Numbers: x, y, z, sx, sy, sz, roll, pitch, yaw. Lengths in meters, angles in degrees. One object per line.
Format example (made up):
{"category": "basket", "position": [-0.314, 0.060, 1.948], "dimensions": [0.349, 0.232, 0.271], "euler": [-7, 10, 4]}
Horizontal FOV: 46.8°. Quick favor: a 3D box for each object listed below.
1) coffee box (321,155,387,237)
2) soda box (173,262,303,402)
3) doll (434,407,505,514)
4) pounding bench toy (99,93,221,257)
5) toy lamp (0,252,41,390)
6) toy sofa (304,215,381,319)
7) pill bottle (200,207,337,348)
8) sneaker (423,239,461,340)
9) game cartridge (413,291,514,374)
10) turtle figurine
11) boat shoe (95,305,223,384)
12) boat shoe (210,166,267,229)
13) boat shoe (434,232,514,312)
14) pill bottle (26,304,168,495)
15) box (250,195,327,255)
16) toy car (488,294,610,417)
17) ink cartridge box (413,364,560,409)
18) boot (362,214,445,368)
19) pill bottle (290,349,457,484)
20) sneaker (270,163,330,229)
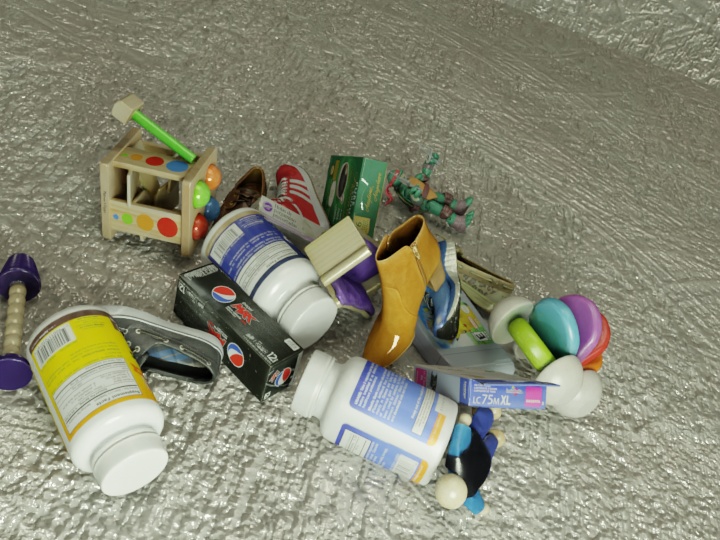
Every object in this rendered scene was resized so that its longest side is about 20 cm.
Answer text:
{"category": "coffee box", "position": [-0.016, -0.124, 1.365], "dimensions": [0.043, 0.126, 0.200], "euler": [10, 4, -18]}
{"category": "soda box", "position": [-0.168, 0.080, 1.124], "dimensions": [0.199, 0.072, 0.063], "euler": [41, 41, 26]}
{"category": "doll", "position": [0.141, 0.241, 1.050], "dimensions": [0.047, 0.140, 0.199], "euler": [-6, 11, 24]}
{"category": "pounding bench toy", "position": [-0.287, -0.147, 1.229], "dimensions": [0.152, 0.204, 0.125], "euler": [12, 34, 4]}
{"category": "toy lamp", "position": [-0.426, 0.055, 1.032], "dimensions": [0.057, 0.059, 0.202], "euler": [4, 40, -23]}
{"category": "toy sofa", "position": [0.000, 0.000, 1.218], "dimensions": [0.099, 0.082, 0.200], "euler": [59, 8, 16]}
{"category": "pill bottle", "position": [-0.128, 0.014, 1.191], "dimensions": [0.118, 0.121, 0.200], "euler": [-19, 52, -43]}
{"category": "sneaker", "position": [0.110, 0.032, 1.293], "dimensions": [0.087, 0.080, 0.202], "euler": [-2, 39, 0]}
{"category": "game cartridge", "position": [0.140, 0.097, 1.304], "dimensions": [0.131, 0.041, 0.201], "euler": [-6, 43, -28]}
{"category": "turtle figurine", "position": [0.121, -0.154, 1.570], "dimensions": [0.198, 0.101, 0.152], "euler": [31, 47, -14]}
{"category": "boat shoe", "position": [-0.270, 0.103, 1.051], "dimensions": [0.196, 0.071, 0.067], "euler": [18, 32, -19]}
{"category": "boat shoe", "position": [-0.194, -0.103, 1.355], "dimensions": [0.070, 0.069, 0.202], "euler": [18, 35, -5]}
{"category": "boat shoe", "position": [0.175, -0.008, 1.424], "dimensions": [0.199, 0.063, 0.073], "euler": [39, 22, 18]}
{"category": "pill bottle", "position": [-0.291, 0.145, 0.931], "dimensions": [0.108, 0.110, 0.201], "euler": [-11, 53, -38]}
{"category": "box", "position": [-0.084, -0.052, 1.315], "dimensions": [0.197, 0.041, 0.039], "euler": [27, 52, -25]}
{"category": "toy car", "position": [0.299, 0.107, 1.240], "dimensions": [0.199, 0.150, 0.176], "euler": [31, 20, -50]}
{"category": "ink cartridge box", "position": [0.163, 0.156, 1.112], "dimensions": [0.117, 0.043, 0.199], "euler": [6, -4, -21]}
{"category": "boot", "position": [0.044, 0.030, 1.178], "dimensions": [0.070, 0.145, 0.203], "euler": [25, 72, 36]}
{"category": "pill bottle", "position": [0.015, 0.179, 1.058], "dimensions": [0.196, 0.114, 0.113], "euler": [25, 35, 4]}
{"category": "sneaker", "position": [-0.132, -0.114, 1.403], "dimensions": [0.110, 0.072, 0.202], "euler": [1, 42, -33]}
